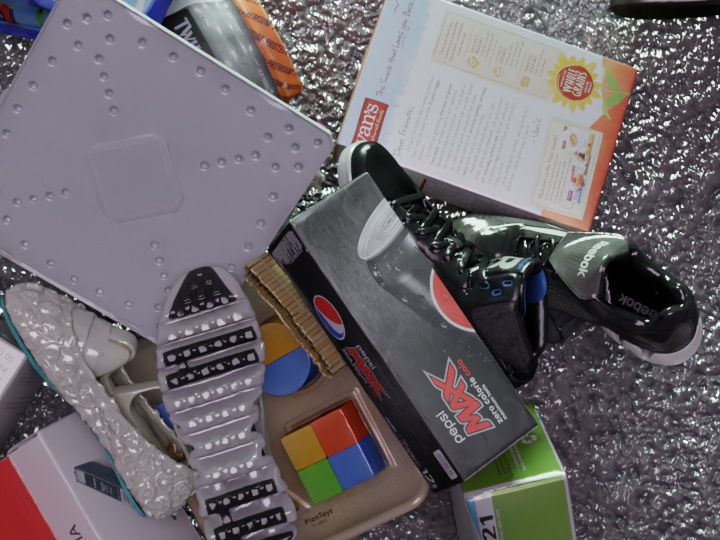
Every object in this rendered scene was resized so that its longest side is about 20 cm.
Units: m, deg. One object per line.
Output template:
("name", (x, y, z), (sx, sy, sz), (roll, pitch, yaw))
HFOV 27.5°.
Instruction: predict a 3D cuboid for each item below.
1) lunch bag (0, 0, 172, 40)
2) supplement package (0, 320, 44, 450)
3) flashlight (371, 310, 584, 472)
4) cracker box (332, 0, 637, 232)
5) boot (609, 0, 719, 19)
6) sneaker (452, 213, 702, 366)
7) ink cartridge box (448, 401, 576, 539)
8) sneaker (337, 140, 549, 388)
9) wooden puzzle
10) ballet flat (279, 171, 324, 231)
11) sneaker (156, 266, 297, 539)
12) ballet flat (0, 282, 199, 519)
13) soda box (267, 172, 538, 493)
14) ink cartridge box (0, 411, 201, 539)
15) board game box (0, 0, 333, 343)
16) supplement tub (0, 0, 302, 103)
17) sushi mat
("lunch bag", (-0.184, -0.233, 1.042), (0.199, 0.094, 0.151), (20, 72, 26))
("supplement package", (-0.326, 0.115, 1.049), (0.121, 0.120, 0.201), (31, 86, 0))
("flashlight", (0.090, 0.075, 1.099), (0.199, 0.068, 0.068), (-38, 76, -9))
("cracker box", (0.092, -0.116, 1.106), (0.198, 0.058, 0.135), (20, 78, -1))
("boot", (0.284, -0.273, 1.126), (0.198, 0.073, 0.152), (-4, 86, 3))
("sneaker", (0.151, -0.001, 1.035), (0.199, 0.091, 0.067), (24, 73, 13))
("ink cartridge box", (0.116, 0.207, 1.000), (0.075, 0.200, 0.149), (-13, 115, -3))
("sneaker", (0.068, -0.012, 1.017), (0.111, 0.073, 0.202), (-23, 93, 38))
("wooden puzzle", (-0.071, 0.112, 1.063), (0.184, 0.046, 0.201), (-28, 85, 22))
("ballet flat", (-0.103, -0.028, 1.055), (0.200, 0.072, 0.072), (-43, 88, 22))
("sneaker", (-0.094, 0.098, 1.004), (0.074, 0.081, 0.202), (-10, 90, -6))
("ballet flat", (-0.169, 0.081, 1.028), (0.071, 0.072, 0.201), (-33, 107, -4))
("soda box", (0.027, 0.042, 0.965), (0.070, 0.063, 0.201), (-33, 86, -21))
("ink cartridge box", (-0.185, 0.205, 1.027), (0.045, 0.176, 0.201), (-33, 88, 31))
("board game box", (-0.149, -0.065, 0.989), (0.199, 0.026, 0.201), (31, 113, -11))
("supplement tub", (-0.150, -0.123, 1.071), (0.199, 0.123, 0.123), (-31, 88, -4))
("sushi mat", (0.000, 0.000, 1.054), (0.096, 0.200, 0.012), (51, 127, 3))
